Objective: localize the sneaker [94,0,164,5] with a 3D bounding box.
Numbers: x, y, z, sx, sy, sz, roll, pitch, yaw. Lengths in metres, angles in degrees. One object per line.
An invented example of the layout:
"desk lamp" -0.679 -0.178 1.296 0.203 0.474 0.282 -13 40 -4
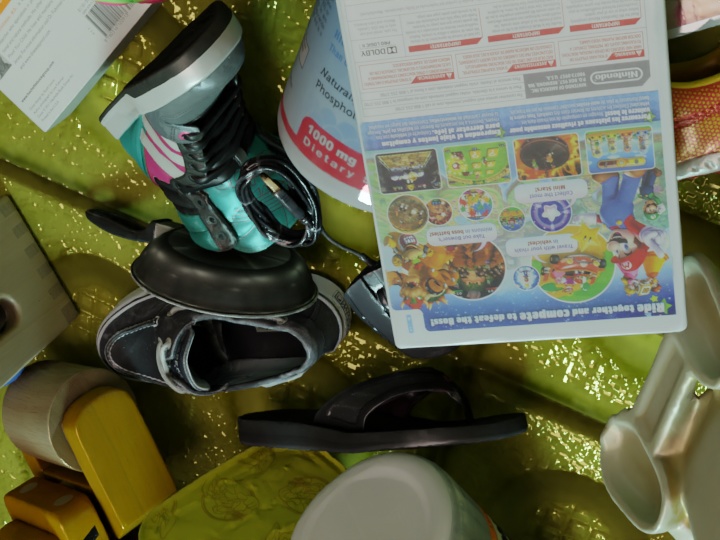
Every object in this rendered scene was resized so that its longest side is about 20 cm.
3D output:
"sneaker" -0.071 -0.206 0.691 0.199 0.077 0.084 -30 97 23

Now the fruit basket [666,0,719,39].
"fruit basket" 0.190 -0.202 0.546 0.198 0.094 0.187 -7 114 30

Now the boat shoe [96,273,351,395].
"boat shoe" -0.102 0.049 0.854 0.198 0.068 0.072 -5 116 30

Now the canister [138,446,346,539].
"canister" -0.074 0.233 0.897 0.086 0.148 0.202 31 135 35

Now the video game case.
"video game case" 0.070 -0.060 0.597 0.141 0.018 0.202 -4 114 13

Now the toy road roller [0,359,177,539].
"toy road roller" -0.208 0.176 0.915 0.122 0.145 0.202 2 117 51

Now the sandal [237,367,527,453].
"sandal" 0.007 0.086 0.825 0.198 0.075 0.049 -3 91 29

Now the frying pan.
"frying pan" -0.095 -0.015 0.820 0.114 0.190 0.031 1 112 -26

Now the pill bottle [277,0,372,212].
"pill bottle" 0.035 -0.134 0.652 0.108 0.109 0.201 29 128 7

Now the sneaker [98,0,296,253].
"sneaker" -0.076 -0.069 0.730 0.121 0.084 0.200 46 165 -11

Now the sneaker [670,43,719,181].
"sneaker" 0.114 -0.068 0.654 0.198 0.073 0.078 -24 110 1

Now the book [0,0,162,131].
"book" -0.219 -0.199 0.782 0.200 0.048 0.133 47 125 -7

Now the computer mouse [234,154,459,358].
"computer mouse" 0.000 0.000 0.739 0.058 0.034 0.199 -27 136 30

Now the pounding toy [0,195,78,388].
"pounding toy" -0.320 0.078 0.896 0.183 0.200 0.143 -18 110 33

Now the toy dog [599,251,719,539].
"toy dog" 0.248 0.087 0.642 0.197 0.194 0.141 6 112 -16

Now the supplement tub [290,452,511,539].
"supplement tub" 0.053 0.211 0.811 0.121 0.124 0.200 -13 136 31
